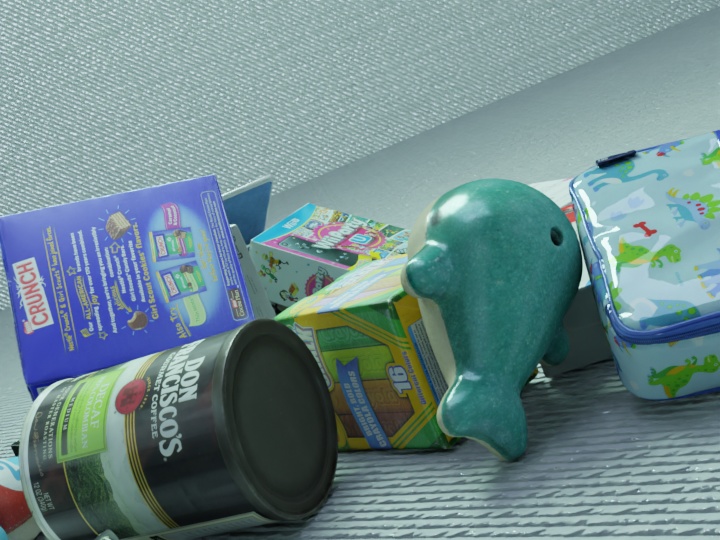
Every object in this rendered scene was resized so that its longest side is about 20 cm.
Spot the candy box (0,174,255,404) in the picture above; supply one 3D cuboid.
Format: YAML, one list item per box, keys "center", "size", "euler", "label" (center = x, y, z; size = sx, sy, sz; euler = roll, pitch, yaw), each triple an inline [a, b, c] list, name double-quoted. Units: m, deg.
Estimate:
- center: [-0.206, 0.019, 1.038]
  size: [0.198, 0.171, 0.077]
  euler: [-11, -27, -14]
  label: "candy box"

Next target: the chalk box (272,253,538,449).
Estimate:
- center: [0.020, 0.065, 0.963]
  size: [0.123, 0.125, 0.199]
  euler: [-31, 12, -39]
  label: "chalk box"

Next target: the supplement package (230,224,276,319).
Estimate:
- center: [-0.200, 0.064, 1.174]
  size: [0.199, 0.153, 0.150]
  euler: [-26, 10, -19]
  label: "supplement package"

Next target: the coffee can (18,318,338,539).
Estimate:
- center: [-0.138, 0.133, 0.897]
  size: [0.198, 0.148, 0.146]
  euler: [-18, 12, 28]
  label: "coffee can"

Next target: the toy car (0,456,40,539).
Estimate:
- center: [-0.396, 0.179, 1.052]
  size: [0.175, 0.202, 0.184]
  euler: [-22, 11, 3]
  label: "toy car"

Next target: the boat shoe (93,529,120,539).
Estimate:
- center: [-0.139, 0.202, 0.759]
  size: [0.067, 0.072, 0.199]
  euler: [-34, 13, -33]
  label: "boat shoe"

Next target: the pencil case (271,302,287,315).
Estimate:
- center: [-0.140, 0.082, 1.327]
  size: [0.199, 0.078, 0.089]
  euler: [-26, 29, -18]
  label: "pencil case"

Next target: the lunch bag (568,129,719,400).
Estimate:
- center: [0.238, -0.013, 0.818]
  size: [0.159, 0.083, 0.201]
  euler: [-13, 39, 9]
  label: "lunch bag"

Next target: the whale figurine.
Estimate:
- center: [0.101, 0.026, 0.823]
  size: [0.103, 0.158, 0.202]
  euler: [-29, 42, 42]
  label: "whale figurine"

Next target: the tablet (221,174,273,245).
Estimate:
- center: [-0.187, -0.034, 1.281]
  size: [0.199, 0.014, 0.130]
  euler: [-26, -22, -23]
  label: "tablet"

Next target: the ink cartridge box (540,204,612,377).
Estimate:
- center: [0.193, 0.003, 0.995]
  size: [0.115, 0.068, 0.200]
  euler: [-19, 18, 11]
  label: "ink cartridge box"

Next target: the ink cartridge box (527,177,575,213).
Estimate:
- center: [0.200, -0.051, 1.308]
  size: [0.115, 0.068, 0.199]
  euler: [-28, 12, -28]
  label: "ink cartridge box"

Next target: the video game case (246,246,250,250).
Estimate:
- center: [-0.029, 0.001, 1.343]
  size: [0.198, 0.026, 0.180]
  euler: [18, 23, 22]
  label: "video game case"

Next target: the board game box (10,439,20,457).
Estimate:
- center: [-0.291, 0.166, 1.369]
  size: [0.199, 0.028, 0.135]
  euler: [-31, 14, -40]
  label: "board game box"

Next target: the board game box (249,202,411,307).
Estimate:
- center: [0.000, 0.000, 1.240]
  size: [0.198, 0.065, 0.147]
  euler: [15, 24, 18]
  label: "board game box"
